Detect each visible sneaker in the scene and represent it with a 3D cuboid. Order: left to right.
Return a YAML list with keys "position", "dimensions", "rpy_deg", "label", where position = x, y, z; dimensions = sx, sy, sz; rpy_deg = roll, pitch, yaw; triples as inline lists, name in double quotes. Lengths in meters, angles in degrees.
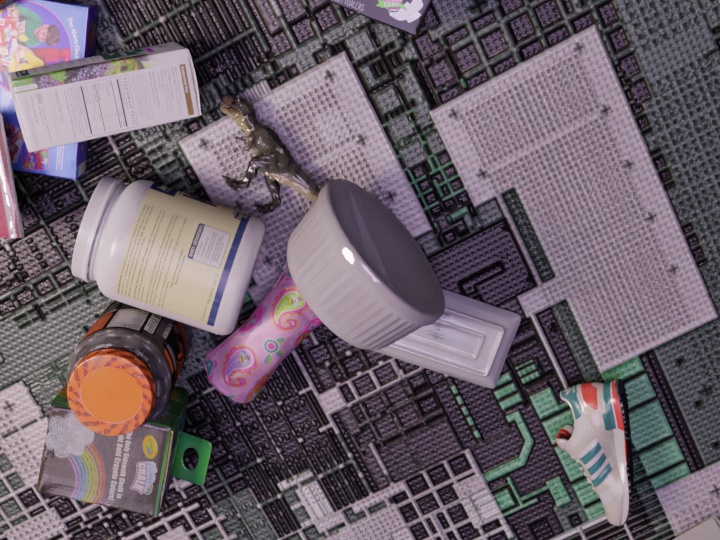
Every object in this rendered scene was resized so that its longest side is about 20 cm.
- position: [0.304, 0.236, 1.295]
  dimensions: [0.092, 0.070, 0.203]
  rpy_deg: [-3, 109, 19]
  label: "sneaker"

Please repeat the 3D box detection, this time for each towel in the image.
- position: [-0.481, -0.110, 1.172]
  dimensions: [0.197, 0.030, 0.149]
  rpy_deg: [1, 106, 25]
  label: "towel"

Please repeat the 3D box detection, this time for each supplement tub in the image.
- position: [-0.274, 0.109, 1.181]
  dimensions: [0.120, 0.200, 0.125]
  rpy_deg: [0, 107, 0]
  label: "supplement tub"
- position: [-0.224, -0.020, 1.173]
  dimensions: [0.197, 0.145, 0.147]
  rpy_deg: [19, 105, -5]
  label: "supplement tub"

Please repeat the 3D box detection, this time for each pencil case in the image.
- position: [-0.106, 0.070, 1.229]
  dimensions: [0.087, 0.088, 0.200]
  rpy_deg: [40, 102, -10]
  label: "pencil case"

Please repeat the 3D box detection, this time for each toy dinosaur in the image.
- position: [-0.110, -0.118, 1.199]
  dimensions: [0.088, 0.047, 0.200]
  rpy_deg: [-45, 105, 5]
  label: "toy dinosaur"

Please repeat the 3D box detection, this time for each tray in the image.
- position: [0.097, 0.078, 1.265]
  dimensions: [0.197, 0.022, 0.109]
  rpy_deg: [18, 104, -5]
  label: "tray"

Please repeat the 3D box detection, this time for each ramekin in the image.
- position: [0.000, 0.000, 1.157]
  dimensions: [0.094, 0.203, 0.203]
  rpy_deg: [-39, 103, 20]
  label: "ramekin"

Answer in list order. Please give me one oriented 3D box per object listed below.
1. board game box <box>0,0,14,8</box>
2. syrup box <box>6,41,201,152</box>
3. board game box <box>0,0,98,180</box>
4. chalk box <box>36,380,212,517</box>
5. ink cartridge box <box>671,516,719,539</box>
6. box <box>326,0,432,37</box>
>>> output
- position: [-0.414, -0.390, 1.079]
  dimensions: [0.134, 0.034, 0.203]
  rpy_deg: [-19, 90, 24]
  label: "board game box"
- position: [-0.287, -0.198, 1.121]
  dimensions: [0.197, 0.079, 0.083]
  rpy_deg: [-16, 113, -17]
  label: "syrup box"
- position: [-0.386, -0.218, 1.168]
  dimensions: [0.132, 0.045, 0.203]
  rpy_deg: [9, 106, -2]
  label: "board game box"
- position: [-0.287, 0.218, 1.254]
  dimensions: [0.197, 0.124, 0.126]
  rpy_deg: [13, 105, -5]
  label: "chalk box"
- position: [0.474, 0.457, 1.340]
  dimensions: [0.144, 0.084, 0.201]
  rpy_deg: [-32, 104, 8]
  label: "ink cartridge box"
- position: [0.029, -0.379, 1.081]
  dimensions: [0.147, 0.124, 0.203]
  rpy_deg: [20, 104, -7]
  label: "box"
